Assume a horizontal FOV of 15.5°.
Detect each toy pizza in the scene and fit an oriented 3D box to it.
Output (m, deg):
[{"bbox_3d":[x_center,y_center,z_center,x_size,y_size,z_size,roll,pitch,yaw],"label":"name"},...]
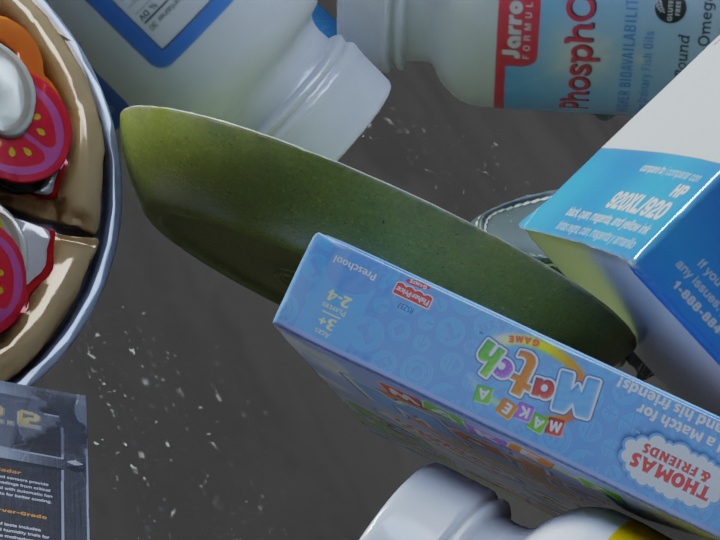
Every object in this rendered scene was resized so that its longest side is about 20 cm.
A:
[{"bbox_3d":[-0.174,-0.038,0.878,0.200,0.032,0.200,7,69,-19],"label":"toy pizza"}]

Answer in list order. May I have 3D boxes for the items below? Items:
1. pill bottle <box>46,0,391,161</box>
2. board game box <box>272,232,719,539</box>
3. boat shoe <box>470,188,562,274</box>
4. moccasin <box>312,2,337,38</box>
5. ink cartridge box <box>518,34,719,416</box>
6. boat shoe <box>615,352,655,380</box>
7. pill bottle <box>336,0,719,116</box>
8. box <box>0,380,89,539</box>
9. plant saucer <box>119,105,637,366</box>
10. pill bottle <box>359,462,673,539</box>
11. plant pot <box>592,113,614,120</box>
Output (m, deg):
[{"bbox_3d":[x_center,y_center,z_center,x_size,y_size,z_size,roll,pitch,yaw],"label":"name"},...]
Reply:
[{"bbox_3d":[-0.087,-0.112,1.031,0.200,0.112,0.112,45,28,-11],"label":"pill bottle"},{"bbox_3d":[0.061,0.053,0.851,0.151,0.037,0.200,25,-8,13],"label":"board game box"},{"bbox_3d":[0.133,-0.028,1.000,0.200,0.062,0.073,-6,38,-7],"label":"boat shoe"},{"bbox_3d":[-0.091,-0.119,1.128,0.200,0.068,0.080,32,17,-9],"label":"moccasin"},{"bbox_3d":[0.188,-0.027,0.900,0.147,0.200,0.145,46,-4,-10],"label":"ink cartridge box"},{"bbox_3d":[0.156,-0.014,1.093,0.062,0.075,0.200,24,31,12],"label":"boat shoe"},{"bbox_3d":[0.093,-0.118,1.088,0.200,0.109,0.109,3,30,4],"label":"pill bottle"},{"bbox_3d":[-0.179,0.081,0.768,0.200,0.048,0.158,11,30,-14],"label":"box"},{"bbox_3d":[0.000,0.000,0.935,0.200,0.031,0.200,24,-8,3],"label":"plant saucer"},{"bbox_3d":[0.086,0.139,0.760,0.200,0.113,0.112,28,31,16],"label":"pill bottle"},{"bbox_3d":[0.083,-0.177,1.219,0.188,0.200,0.200,38,32,4],"label":"plant pot"}]
